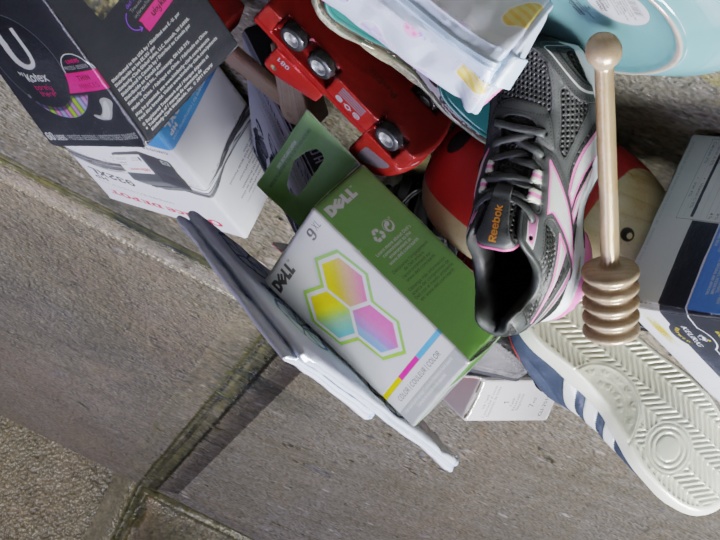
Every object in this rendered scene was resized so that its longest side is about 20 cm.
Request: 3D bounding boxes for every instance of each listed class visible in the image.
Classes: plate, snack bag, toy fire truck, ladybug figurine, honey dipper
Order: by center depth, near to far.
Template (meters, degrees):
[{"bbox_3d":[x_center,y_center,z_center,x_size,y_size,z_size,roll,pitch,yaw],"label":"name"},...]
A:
[{"bbox_3d":[0.132,-0.162,1.347,0.199,0.026,0.200,24,163,8],"label":"plate"},{"bbox_3d":[0.152,-0.050,1.382,0.038,0.038,0.201,15,123,31],"label":"honey dipper"},{"bbox_3d":[0.125,-0.053,1.525,0.199,0.136,0.072,24,135,31],"label":"ladybug figurine"},{"bbox_3d":[-0.040,-0.136,1.543,0.200,0.049,0.141,46,153,-4],"label":"toy fire truck"},{"bbox_3d":[-0.031,0.051,1.608,0.200,0.021,0.189,38,-173,-45],"label":"snack bag"}]

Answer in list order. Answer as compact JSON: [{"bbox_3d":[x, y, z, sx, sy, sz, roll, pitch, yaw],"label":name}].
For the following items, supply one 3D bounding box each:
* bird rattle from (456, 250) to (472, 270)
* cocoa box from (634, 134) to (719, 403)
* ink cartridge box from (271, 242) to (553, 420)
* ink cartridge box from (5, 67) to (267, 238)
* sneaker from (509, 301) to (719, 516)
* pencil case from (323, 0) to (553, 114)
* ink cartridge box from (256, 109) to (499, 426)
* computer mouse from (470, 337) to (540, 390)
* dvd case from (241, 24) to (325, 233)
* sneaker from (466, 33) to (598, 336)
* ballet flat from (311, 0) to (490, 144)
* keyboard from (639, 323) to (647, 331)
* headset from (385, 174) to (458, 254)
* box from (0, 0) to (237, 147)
[{"bbox_3d":[0.115,-0.017,1.619,0.162,0.114,0.200,-18,170,30],"label":"bird rattle"},{"bbox_3d":[0.289,0.021,1.480,0.131,0.134,0.200,9,156,44],"label":"cocoa box"},{"bbox_3d":[0.038,0.049,1.826,0.175,0.045,0.200,5,-153,-40],"label":"ink cartridge box"},{"bbox_3d":[-0.166,-0.119,1.793,0.144,0.084,0.200,16,161,27],"label":"ink cartridge box"},{"bbox_3d":[0.175,0.085,1.551,0.200,0.075,0.085,50,164,-1],"label":"sneaker"},{"bbox_3d":[0.015,-0.177,1.311,0.199,0.083,0.091,36,-177,-1],"label":"pencil case"},{"bbox_3d":[0.000,0.000,1.535,0.200,0.059,0.104,45,145,5],"label":"ink cartridge box"},{"bbox_3d":[0.081,0.040,1.736,0.199,0.053,0.138,11,-164,-28],"label":"computer mouse"},{"bbox_3d":[-0.045,-0.075,1.686,0.200,0.025,0.151,92,154,-68],"label":"dvd case"},{"bbox_3d":[0.104,-0.047,1.401,0.080,0.086,0.202,9,117,30],"label":"sneaker"},{"bbox_3d":[0.050,-0.148,1.474,0.199,0.068,0.062,36,-170,-21],"label":"ballet flat"},{"bbox_3d":[0.154,0.024,1.819,0.199,0.021,0.127,12,178,32],"label":"keyboard"},{"bbox_3d":[0.057,-0.020,1.755,0.123,0.095,0.200,14,171,30],"label":"headset"},{"bbox_3d":[-0.195,-0.190,1.500,0.122,0.106,0.201,3,134,50],"label":"box"}]
